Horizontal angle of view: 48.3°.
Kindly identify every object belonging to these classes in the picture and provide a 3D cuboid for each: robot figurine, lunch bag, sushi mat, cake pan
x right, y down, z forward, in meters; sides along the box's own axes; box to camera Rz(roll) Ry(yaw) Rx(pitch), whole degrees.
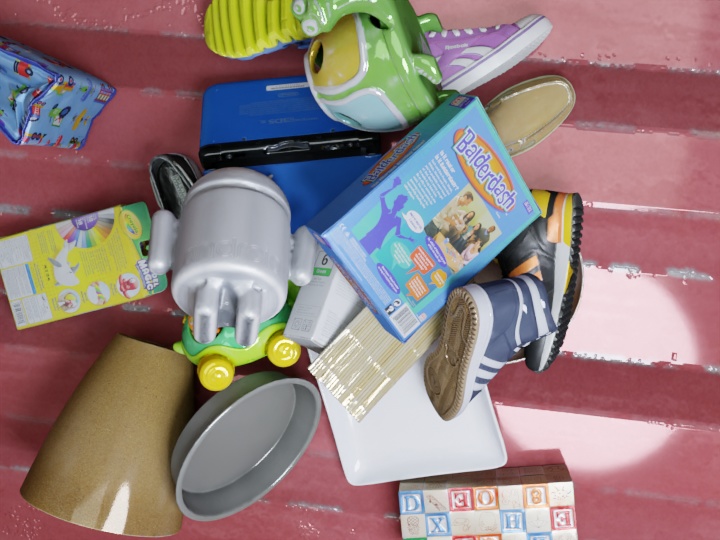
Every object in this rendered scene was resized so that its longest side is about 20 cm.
[{"bbox_3d":[-0.128,-0.023,0.814,0.169,0.113,0.200,7,53,-12],"label":"robot figurine"},{"bbox_3d":[-0.407,-0.232,0.911,0.200,0.151,0.094,36,99,2],"label":"lunch bag"},{"bbox_3d":[0.040,0.059,0.840,0.200,0.012,0.096,-46,118,-8],"label":"sushi mat"},{"bbox_3d":[-0.132,0.195,0.916,0.037,0.200,0.200,38,100,33],"label":"cake pan"}]

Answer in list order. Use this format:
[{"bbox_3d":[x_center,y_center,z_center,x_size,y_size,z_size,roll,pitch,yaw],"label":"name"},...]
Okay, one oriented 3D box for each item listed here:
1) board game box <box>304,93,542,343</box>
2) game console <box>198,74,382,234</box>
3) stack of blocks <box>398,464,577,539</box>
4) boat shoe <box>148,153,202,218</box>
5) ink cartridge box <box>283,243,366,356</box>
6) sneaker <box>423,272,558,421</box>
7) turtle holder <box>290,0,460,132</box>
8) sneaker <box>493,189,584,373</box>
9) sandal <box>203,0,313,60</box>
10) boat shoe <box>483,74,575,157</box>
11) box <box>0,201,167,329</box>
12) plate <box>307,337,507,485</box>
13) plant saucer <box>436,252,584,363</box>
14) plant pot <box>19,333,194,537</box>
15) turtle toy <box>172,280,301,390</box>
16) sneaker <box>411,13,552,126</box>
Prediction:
[{"bbox_3d":[0.067,-0.051,0.787,0.200,0.045,0.152,-42,120,-9],"label":"board game box"},{"bbox_3d":[-0.075,-0.125,0.925,0.200,0.118,0.171,-5,54,0],"label":"game console"},{"bbox_3d":[0.150,0.299,0.947,0.200,0.059,0.115,-5,96,7],"label":"stack of blocks"},{"bbox_3d":[-0.191,-0.045,0.947,0.074,0.068,0.200,-19,94,8],"label":"boat shoe"},{"bbox_3d":[0.000,0.000,0.875,0.050,0.109,0.200,3,68,45],"label":"ink cartridge box"},{"bbox_3d":[0.136,0.081,0.842,0.108,0.200,0.070,-16,52,-23],"label":"sneaker"},{"bbox_3d":[0.012,-0.206,0.794,0.132,0.185,0.141,-17,94,19],"label":"turtle holder"},{"bbox_3d":[0.187,0.009,0.883,0.090,0.070,0.200,11,99,24],"label":"sneaker"},{"bbox_3d":[-0.088,-0.275,0.906,0.200,0.087,0.080,5,94,28],"label":"sandal"},{"bbox_3d":[0.149,-0.152,0.891,0.200,0.076,0.072,-32,91,9],"label":"boat shoe"},{"bbox_3d":[-0.335,-0.008,0.980,0.200,0.048,0.118,-13,94,10],"label":"box"},{"bbox_3d":[0.054,0.145,0.939,0.199,0.032,0.200,-13,100,18],"label":"plate"},{"bbox_3d":[0.154,0.007,0.929,0.200,0.034,0.201,1,97,8],"label":"plant saucer"},{"bbox_3d":[-0.269,0.182,0.939,0.186,0.186,0.200,17,84,5],"label":"plant pot"},{"bbox_3d":[-0.116,0.048,0.902,0.200,0.146,0.101,-20,105,-8],"label":"turtle toy"},{"bbox_3d":[0.103,-0.254,0.890,0.200,0.073,0.114,-28,89,9],"label":"sneaker"}]
